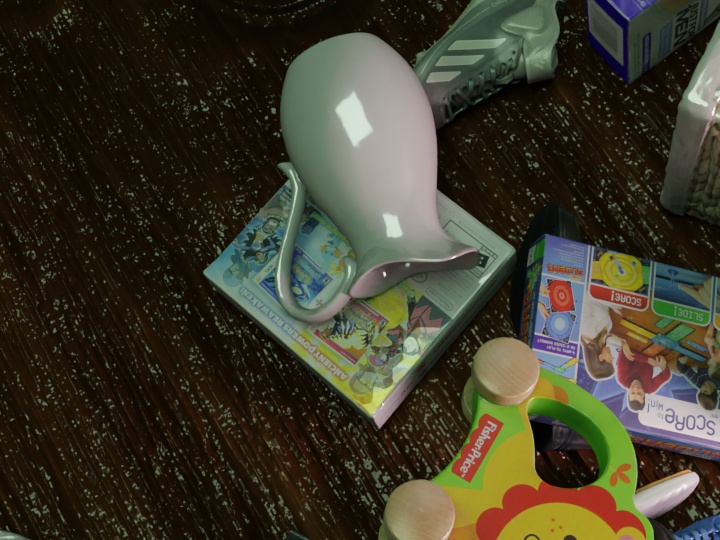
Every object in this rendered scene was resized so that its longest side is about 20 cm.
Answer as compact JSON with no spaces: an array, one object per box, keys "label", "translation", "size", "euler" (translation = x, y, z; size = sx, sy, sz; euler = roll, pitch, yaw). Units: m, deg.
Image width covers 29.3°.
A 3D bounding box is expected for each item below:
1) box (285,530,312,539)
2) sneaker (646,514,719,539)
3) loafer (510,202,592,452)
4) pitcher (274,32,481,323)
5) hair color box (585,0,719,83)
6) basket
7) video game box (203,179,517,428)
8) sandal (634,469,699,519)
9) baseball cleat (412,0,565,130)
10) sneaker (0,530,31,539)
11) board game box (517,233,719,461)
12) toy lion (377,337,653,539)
[{"label":"box","translation":[0.009,0.323,0.963],"size":[0.197,0.123,0.201],"euler":[18,74,32]},{"label":"sneaker","translation":[0.229,0.209,0.969],"size":[0.198,0.112,0.077],"euler":[-25,50,-12]},{"label":"loafer","translation":[0.165,0.046,1.093],"size":[0.072,0.073,0.202],"euler":[9,73,-22]},{"label":"pitcher","translation":[-0.013,-0.071,1.101],"size":[0.170,0.121,0.202],"euler":[-23,76,15]},{"label":"hair color box","translation":[0.285,-0.258,1.156],"size":[0.199,0.109,0.065],"euler":[-38,67,-4]},{"label":"basket","translation":[0.342,-0.136,1.050],"size":[0.160,0.200,0.200],"euler":[24,75,17]},{"label":"video game box","translation":[0.000,0.000,1.148],"size":[0.200,0.047,0.182],"euler":[39,78,22]},{"label":"sandal","translation":[0.153,0.184,1.035],"size":[0.205,0.079,0.060],"euler":[-23,65,-8]},{"label":"baseball cleat","translation":[0.104,-0.172,1.180],"size":[0.106,0.070,0.201],"euler":[31,79,21]},{"label":"sneaker","translation":[-0.318,0.265,1.097],"size":[0.198,0.076,0.115],"euler":[4,71,19]},{"label":"board game box","translation":[0.217,0.062,1.041],"size":[0.198,0.034,0.137],"euler":[14,71,-11]},{"label":"toy lion","translation":[0.121,0.169,0.908],"size":[0.190,0.069,0.201],"euler":[28,60,11]}]
